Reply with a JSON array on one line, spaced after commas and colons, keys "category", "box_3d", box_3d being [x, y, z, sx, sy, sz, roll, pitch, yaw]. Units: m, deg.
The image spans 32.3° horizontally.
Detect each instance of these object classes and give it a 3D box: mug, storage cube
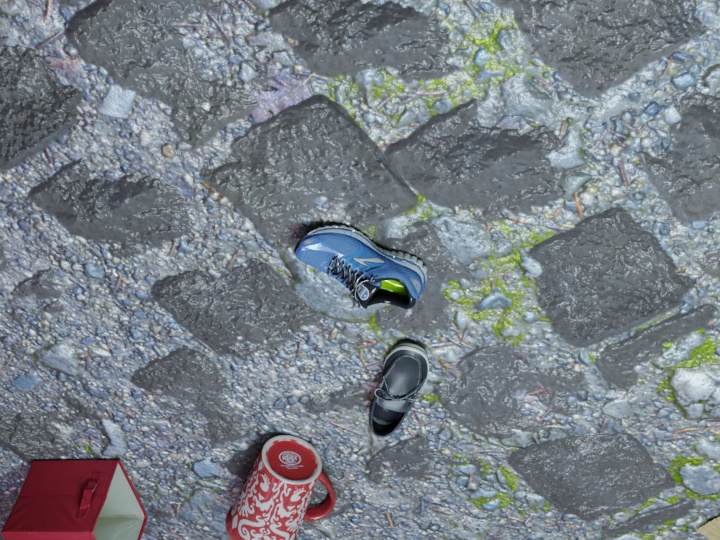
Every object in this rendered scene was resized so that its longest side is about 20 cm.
[{"category": "mug", "box_3d": [-0.133, 0.382, 2.176, 0.133, 0.177, 0.200, 41, 132, 22]}, {"category": "storage cube", "box_3d": [-0.516, 0.464, 2.264, 0.180, 0.171, 0.200, -2, 132, 13]}]

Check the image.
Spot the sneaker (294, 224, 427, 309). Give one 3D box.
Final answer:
[{"category": "sneaker", "box_3d": [0.000, 0.000, 1.801, 0.200, 0.089, 0.079, 19, 131, -6]}]

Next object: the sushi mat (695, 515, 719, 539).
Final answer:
[{"category": "sushi mat", "box_3d": [0.682, 0.474, 2.157, 0.200, 0.012, 0.096, 36, 130, -20]}]

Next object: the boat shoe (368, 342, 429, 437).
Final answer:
[{"category": "boat shoe", "box_3d": [0.059, 0.194, 1.986, 0.075, 0.062, 0.200, 19, 131, -4]}]
